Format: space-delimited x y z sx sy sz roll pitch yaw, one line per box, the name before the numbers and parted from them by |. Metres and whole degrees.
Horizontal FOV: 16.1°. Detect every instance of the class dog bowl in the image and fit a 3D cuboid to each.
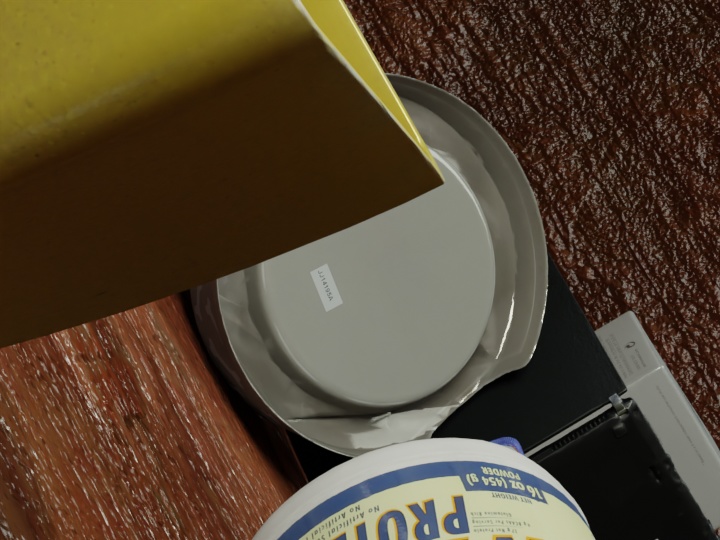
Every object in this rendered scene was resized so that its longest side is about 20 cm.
dog bowl | 0.000 0.000 1.320 0.200 0.200 0.059 58 -28 -13

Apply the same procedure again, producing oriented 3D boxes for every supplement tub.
supplement tub | 0.041 0.171 0.886 0.145 0.145 0.200 55 6 -39

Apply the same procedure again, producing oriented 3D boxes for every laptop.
laptop | 0.079 0.121 1.385 0.200 0.177 0.103 57 6 -14

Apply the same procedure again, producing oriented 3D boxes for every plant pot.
plant pot | -0.115 -0.074 0.589 0.200 0.176 0.200 60 4 11

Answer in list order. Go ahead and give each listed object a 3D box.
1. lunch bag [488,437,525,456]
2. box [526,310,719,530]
lunch bag | 0.065 0.197 1.168 0.170 0.123 0.201 -83 156 -82
box | 0.172 0.157 1.978 0.152 0.200 0.106 57 7 -24
